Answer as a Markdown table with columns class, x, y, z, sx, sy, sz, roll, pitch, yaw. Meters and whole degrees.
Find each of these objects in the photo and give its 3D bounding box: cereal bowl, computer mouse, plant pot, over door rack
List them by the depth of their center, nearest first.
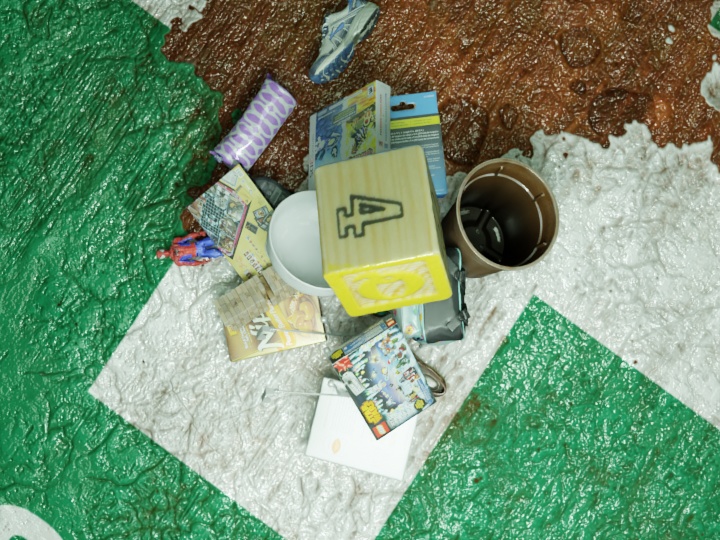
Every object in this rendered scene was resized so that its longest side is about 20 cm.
| class | x | y | z | sx | sy | sz | roll | pitch | yaw |
| --- | --- | --- | --- | --- | --- | --- | --- | --- | --- |
| over door rack | -0.091 | 0.164 | 1.445 | 0.195 | 0.067 | 0.150 | 0 | 53 | -11 |
| cereal bowl | -0.084 | -0.041 | 1.448 | 0.195 | 0.084 | 0.205 | 9 | 61 | -16 |
| plant pot | 0.243 | -0.078 | 1.462 | 0.195 | 0.198 | 0.206 | 3 | 76 | -11 |
| computer mouse | -0.151 | -0.109 | 1.555 | 0.198 | 0.053 | 0.140 | 36 | 95 | -7 |

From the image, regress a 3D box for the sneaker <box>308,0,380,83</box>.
| class | x | y | z | sx | sy | sz | roll | pitch | yaw |
| --- | --- | --- | --- | --- | --- | --- | --- | --- | --- |
| sneaker | -0.048 | -0.465 | 1.559 | 0.085 | 0.077 | 0.201 | 36 | 81 | 11 |

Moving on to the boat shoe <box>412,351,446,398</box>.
| class | x | y | z | sx | sy | sz | roll | pitch | yaw |
| --- | --- | --- | --- | --- | --- | --- | --- | --- | --- |
| boat shoe | 0.085 | 0.189 | 1.532 | 0.198 | 0.072 | 0.073 | 35 | 89 | 1 |

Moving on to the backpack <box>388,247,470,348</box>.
| class | x | y | z | sx | sy | sz | roll | pitch | yaw |
| --- | --- | --- | --- | --- | --- | --- | --- | --- | --- |
| backpack | 0.126 | 0.056 | 1.474 | 0.149 | 0.200 | 0.181 | -7 | 84 | 3 |

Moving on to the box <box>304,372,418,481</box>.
| class | x | y | z | sx | sy | sz | roll | pitch | yaw |
| --- | --- | --- | --- | --- | --- | --- | --- | --- | --- |
| box | 0.004 | 0.301 | 1.512 | 0.195 | 0.106 | 0.156 | 15 | 88 | 1 |

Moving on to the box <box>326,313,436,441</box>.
| class | x | y | z | sx | sy | sz | roll | pitch | yaw |
| --- | --- | --- | --- | --- | --- | --- | --- | --- | --- |
| box | 0.041 | 0.194 | 1.394 | 0.135 | 0.040 | 0.202 | -31 | 121 | -4 |

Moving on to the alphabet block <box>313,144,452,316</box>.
| class | x | y | z | sx | sy | sz | roll | pitch | yaw |
| --- | --- | --- | --- | --- | --- | --- | --- | --- | --- |
| alphabet block | 0.040 | -0.062 | 1.311 | 0.192 | 0.196 | 0.205 | -12 | 65 | 11 |

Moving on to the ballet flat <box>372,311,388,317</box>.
| class | x | y | z | sx | sy | sz | roll | pitch | yaw |
| --- | --- | --- | --- | --- | --- | --- | --- | --- | --- |
| ballet flat | 0.000 | 0.000 | 1.542 | 0.072 | 0.073 | 0.204 | -23 | 89 | 0 |

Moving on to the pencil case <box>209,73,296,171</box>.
| class | x | y | z | sx | sy | sz | roll | pitch | yaw |
| --- | --- | --- | --- | --- | --- | --- | --- | --- | --- |
| pencil case | -0.211 | -0.285 | 1.546 | 0.085 | 0.084 | 0.201 | 37 | 87 | 24 |

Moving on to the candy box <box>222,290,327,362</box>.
| class | x | y | z | sx | sy | sz | roll | pitch | yaw |
| --- | --- | --- | --- | --- | --- | --- | --- | --- | --- |
| candy box | -0.172 | 0.103 | 1.544 | 0.195 | 0.055 | 0.118 | -12 | 87 | -1 |

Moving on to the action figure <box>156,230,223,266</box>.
| class | x | y | z | sx | sy | sz | roll | pitch | yaw |
| --- | --- | --- | --- | --- | --- | --- | --- | --- | --- |
| action figure | -0.312 | -0.045 | 1.555 | 0.195 | 0.052 | 0.067 | -9 | 93 | 2 |

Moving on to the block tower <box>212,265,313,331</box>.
| class | x | y | z | sx | sy | sz | roll | pitch | yaw |
| --- | --- | --- | --- | --- | --- | --- | --- | --- | --- |
| block tower | -0.183 | 0.039 | 1.494 | 0.197 | 0.058 | 0.054 | -31 | 65 | -12 |

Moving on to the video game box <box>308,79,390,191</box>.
| class | x | y | z | sx | sy | sz | roll | pitch | yaw |
| --- | --- | --- | --- | --- | --- | --- | --- | --- | --- |
| video game box | -0.024 | -0.238 | 1.478 | 0.046 | 0.198 | 0.187 | 12 | 70 | -41 |

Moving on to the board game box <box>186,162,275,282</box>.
| class | x | y | z | sx | sy | sz | roll | pitch | yaw |
| --- | --- | --- | --- | --- | --- | --- | --- | --- | --- |
| board game box | -0.224 | -0.086 | 1.511 | 0.134 | 0.035 | 0.202 | -36 | 99 | 4 |

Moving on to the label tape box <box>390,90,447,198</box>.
| class | x | y | z | sx | sy | sz | roll | pitch | yaw |
| --- | --- | --- | --- | --- | --- | --- | --- | --- | --- |
| label tape box | 0.092 | -0.241 | 1.548 | 0.140 | 0.063 | 0.206 | -6 | 89 | 0 |
